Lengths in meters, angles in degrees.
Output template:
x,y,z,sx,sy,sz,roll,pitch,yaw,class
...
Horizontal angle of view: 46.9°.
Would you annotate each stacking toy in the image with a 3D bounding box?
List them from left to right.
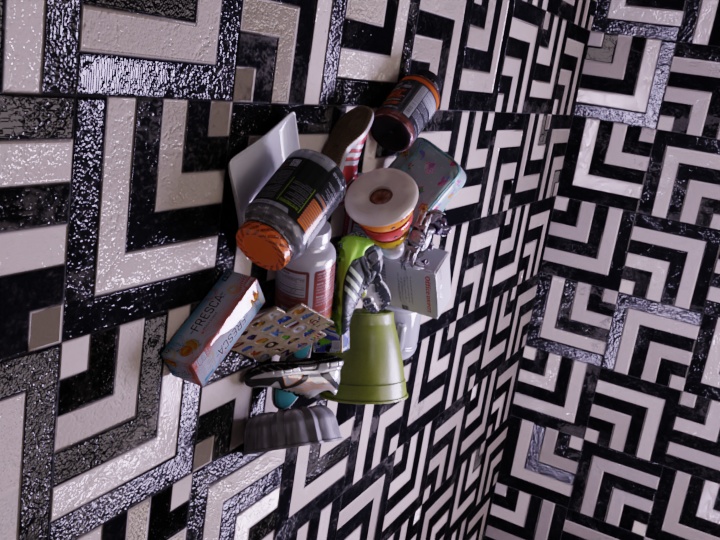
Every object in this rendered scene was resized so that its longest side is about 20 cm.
x,y,z,sx,sy,sz,roll,pitch,yaw,class
0.057,-0.095,1.672,0.146,0.146,0.200,-61,152,-27,stacking toy

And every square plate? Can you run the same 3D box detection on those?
x,y,z,sx,sy,sz,roll,pitch,yaw,class
-0.166,-0.152,1.460,0.198,0.028,0.200,-48,144,-43,square plate

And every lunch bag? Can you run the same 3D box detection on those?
x,y,z,sx,sy,sz,roll,pitch,yaw,class
0.121,-0.188,1.855,0.200,0.160,0.077,-49,159,3,lunch bag

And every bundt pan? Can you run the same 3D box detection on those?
x,y,z,sx,sy,sz,roll,pitch,yaw,class
-0.135,0.307,1.615,0.202,0.202,0.076,15,65,-65,bundt pan

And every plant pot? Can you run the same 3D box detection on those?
x,y,z,sx,sy,sz,roll,pitch,yaw,class
0.008,0.184,1.857,0.200,0.200,0.193,-4,95,-64,plant pot

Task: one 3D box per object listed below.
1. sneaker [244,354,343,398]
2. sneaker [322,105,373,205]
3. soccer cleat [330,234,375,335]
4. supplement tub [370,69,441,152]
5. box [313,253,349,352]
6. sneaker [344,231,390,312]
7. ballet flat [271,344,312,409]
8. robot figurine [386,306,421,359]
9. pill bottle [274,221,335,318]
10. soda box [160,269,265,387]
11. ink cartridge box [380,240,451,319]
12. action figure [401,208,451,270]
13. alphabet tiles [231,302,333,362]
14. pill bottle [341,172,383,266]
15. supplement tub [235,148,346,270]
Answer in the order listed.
x,y,z,sx,sy,sz,roll,pitch,yaw,class
-0.126,0.214,1.603,0.200,0.074,0.080,-2,100,-22,sneaker
-0.021,-0.226,1.669,0.200,0.071,0.112,-60,149,-12,sneaker
-0.014,0.031,1.623,0.068,0.081,0.200,-148,-117,-70,soccer cleat
0.107,-0.357,1.821,0.200,0.107,0.107,-57,150,-35,supplement tub
-0.060,0.066,1.696,0.070,0.064,0.200,-6,97,-78,box
0.000,0.000,1.706,0.077,0.080,0.200,-25,128,-9,sneaker
-0.137,0.178,1.668,0.069,0.069,0.200,14,92,-65,ballet flat
0.090,0.139,2.063,0.170,0.113,0.200,-93,-171,-73,robot figurine
-0.104,0.003,1.562,0.112,0.112,0.200,-40,144,-51,pill bottle
-0.244,0.094,1.390,0.200,0.068,0.064,-56,150,-33,soda box
0.103,0.012,1.911,0.084,0.200,0.146,-53,148,-39,ink cartridge box
0.136,-0.070,1.728,0.130,0.069,0.200,-59,173,12,action figure
-0.148,0.117,1.530,0.200,0.166,0.006,37,28,-60,alphabet tiles
0.020,-0.102,1.777,0.112,0.112,0.200,-16,119,-62,pill bottle
-0.119,-0.102,1.408,0.200,0.122,0.123,-56,149,-34,supplement tub
